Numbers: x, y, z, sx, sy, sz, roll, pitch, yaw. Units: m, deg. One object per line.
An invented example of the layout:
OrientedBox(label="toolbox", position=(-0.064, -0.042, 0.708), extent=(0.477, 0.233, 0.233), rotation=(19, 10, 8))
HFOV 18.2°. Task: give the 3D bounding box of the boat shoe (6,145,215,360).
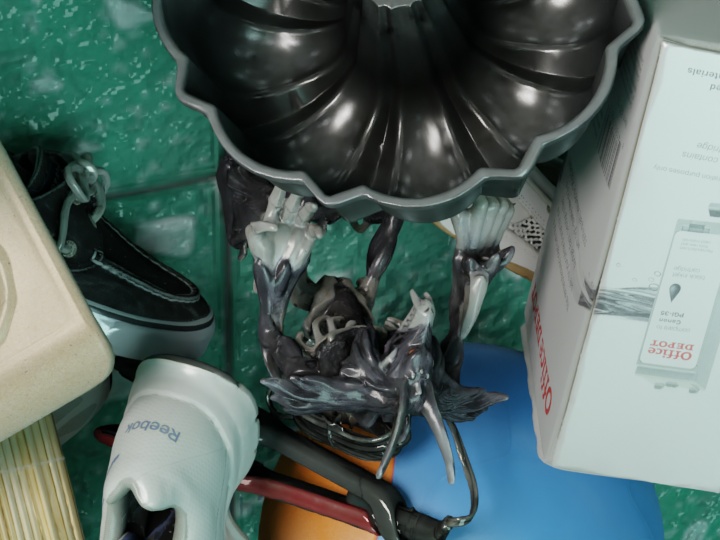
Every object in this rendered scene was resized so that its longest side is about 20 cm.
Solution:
OrientedBox(label="boat shoe", position=(-0.142, -0.024, 0.987), extent=(0.199, 0.074, 0.068), rotation=(27, 105, -20))

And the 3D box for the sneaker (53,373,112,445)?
OrientedBox(label="sneaker", position=(-0.191, 0.113, 1.034), extent=(0.200, 0.115, 0.076), rotation=(-30, 131, -3))

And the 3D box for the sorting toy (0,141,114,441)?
OrientedBox(label="sorting toy", position=(-0.221, -0.003, 0.921), extent=(0.185, 0.036, 0.201), rotation=(-29, 91, 9))

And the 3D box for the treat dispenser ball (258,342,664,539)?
OrientedBox(label="treat dispenser ball", position=(0.049, 0.136, 1.102), extent=(0.200, 0.201, 0.202), rotation=(-12, 128, -16))

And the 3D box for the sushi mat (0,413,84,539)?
OrientedBox(label="sushi mat", position=(-0.176, 0.091, 0.986), extent=(0.095, 0.201, 0.012), rotation=(-14, 161, -11))

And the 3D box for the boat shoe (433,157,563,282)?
OrientedBox(label="boat shoe", position=(0.112, -0.023, 1.099), extent=(0.199, 0.071, 0.069), rotation=(27, 112, -35))

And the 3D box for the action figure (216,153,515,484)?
OrientedBox(label="action figure", position=(0.000, 0.000, 0.980), extent=(0.118, 0.200, 0.102), rotation=(0, 125, -24))

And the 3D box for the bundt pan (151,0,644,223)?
OrientedBox(label="bundt pan", position=(0.019, -0.107, 0.927), extent=(0.201, 0.203, 0.076), rotation=(-29, 160, -2))

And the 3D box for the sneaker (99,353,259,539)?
OrientedBox(label="sneaker", position=(-0.086, 0.134, 1.000), extent=(0.074, 0.087, 0.201), rotation=(8, 129, 20))

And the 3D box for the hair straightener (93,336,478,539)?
OrientedBox(label="hair straightener", position=(-0.031, 0.070, 1.014), extent=(0.041, 0.199, 0.077), rotation=(-1, 106, -58))

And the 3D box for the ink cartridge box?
OrientedBox(label="ink cartridge box", position=(0.134, -0.028, 0.975), extent=(0.082, 0.147, 0.201), rotation=(10, 116, -5))
